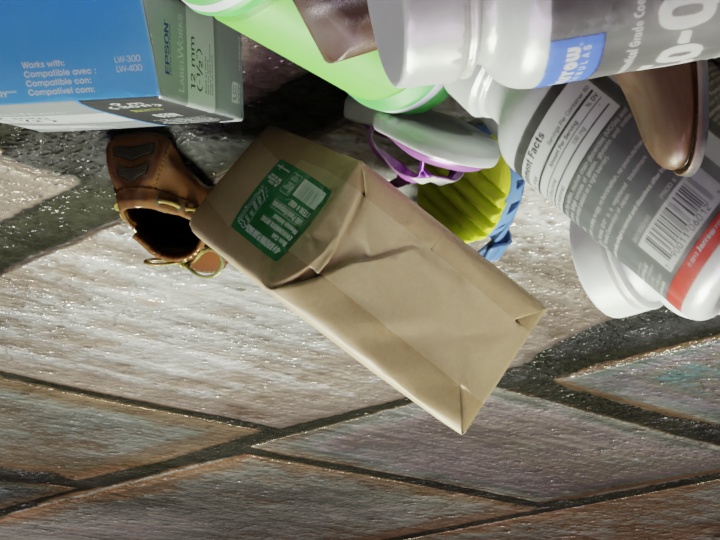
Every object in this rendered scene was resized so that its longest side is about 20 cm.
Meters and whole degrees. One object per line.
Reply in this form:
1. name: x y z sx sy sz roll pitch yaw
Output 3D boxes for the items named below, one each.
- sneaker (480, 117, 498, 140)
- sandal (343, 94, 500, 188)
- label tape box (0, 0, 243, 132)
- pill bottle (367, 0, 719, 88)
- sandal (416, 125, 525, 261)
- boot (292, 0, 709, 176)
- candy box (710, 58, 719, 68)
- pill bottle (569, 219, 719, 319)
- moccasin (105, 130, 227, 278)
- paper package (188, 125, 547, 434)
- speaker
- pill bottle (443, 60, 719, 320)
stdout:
1. sneaker: 0.168 -0.122 1.022 0.146 0.081 0.199 -26 145 29
2. sandal: 0.036 -0.076 1.031 0.082 0.050 0.203 12 -169 -13
3. label tape box: -0.165 -0.119 0.912 0.142 0.067 0.200 -1 -179 16
4. pill bottle: 0.104 -0.143 0.716 0.198 0.115 0.114 -10 162 -8
5. sandal: 0.088 -0.052 1.231 0.087 0.080 0.200 -32 165 -24
6. boot: 0.059 -0.119 0.791 0.198 0.188 0.064 -12 169 -14
7. candy box: 0.256 -0.121 0.855 0.199 0.056 0.116 28 163 29
8. pill bottle: 0.233 -0.034 0.989 0.199 0.113 0.111 -18 155 36
9. moccasin: -0.141 -0.035 1.233 0.073 0.079 0.202 -2 161 4
10. paper package: 0.000 0.000 1.109 0.190 0.104 0.200 36 178 -25
11. speaker: -0.022 -0.152 0.891 0.088 0.089 0.199 -14 157 34
12. pill bottle: 0.149 -0.077 0.895 0.116 0.200 0.116 -42 161 -18
